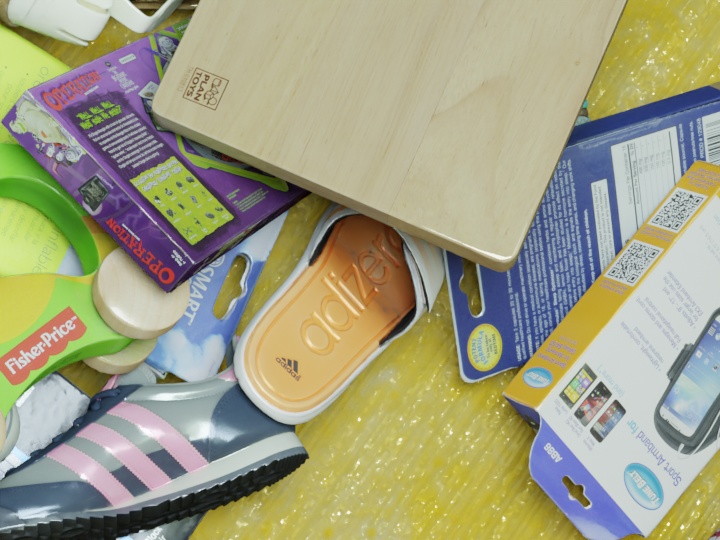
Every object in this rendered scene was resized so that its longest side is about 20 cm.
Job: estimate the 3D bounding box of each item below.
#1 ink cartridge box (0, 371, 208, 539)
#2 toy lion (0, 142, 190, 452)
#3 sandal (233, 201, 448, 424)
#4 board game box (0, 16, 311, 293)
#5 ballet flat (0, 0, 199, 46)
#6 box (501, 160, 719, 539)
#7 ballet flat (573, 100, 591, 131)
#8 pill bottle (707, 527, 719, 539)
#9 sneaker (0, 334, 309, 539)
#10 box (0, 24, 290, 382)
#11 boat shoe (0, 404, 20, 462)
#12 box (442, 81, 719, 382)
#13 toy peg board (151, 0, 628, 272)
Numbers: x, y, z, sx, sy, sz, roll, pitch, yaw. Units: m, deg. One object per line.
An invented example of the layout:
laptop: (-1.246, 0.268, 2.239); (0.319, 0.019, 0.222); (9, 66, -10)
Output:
ink cartridge box: (-0.183, 0.099, 1.191); (0.199, 0.039, 0.100); (38, 74, -5)
toy lion: (-0.212, 0.003, 1.099); (0.200, 0.069, 0.192); (-38, 86, -33)
sandal: (0.006, 0.006, 1.207); (0.079, 0.059, 0.207); (44, 42, -8)
board game box: (-0.092, -0.066, 1.175); (0.032, 0.200, 0.120); (-41, 88, 27)
ballet flat: (-0.142, -0.152, 1.187); (0.072, 0.068, 0.199); (49, 29, 15)
box: (0.166, 0.052, 1.262); (0.200, 0.041, 0.119); (-47, 120, -10)
ballet flat: (0.032, -0.088, 1.271); (0.198, 0.074, 0.075); (16, 77, -8)
pill bottle: (0.200, 0.216, 1.236); (0.200, 0.110, 0.110); (-42, 92, -18)
sneaker: (-0.130, 0.093, 1.159); (0.198, 0.070, 0.083); (-14, 72, -23)
box: (-0.147, -0.031, 1.200); (0.199, 0.048, 0.123); (31, 72, -22)
boat shoe: (-0.263, 0.036, 1.138); (0.200, 0.072, 0.070); (30, 73, 10)
box: (0.132, -0.022, 1.272); (0.198, 0.032, 0.122); (-18, 115, -20)
toy peg board: (0.023, -0.115, 1.181); (0.198, 0.098, 0.201); (23, 74, 7)
